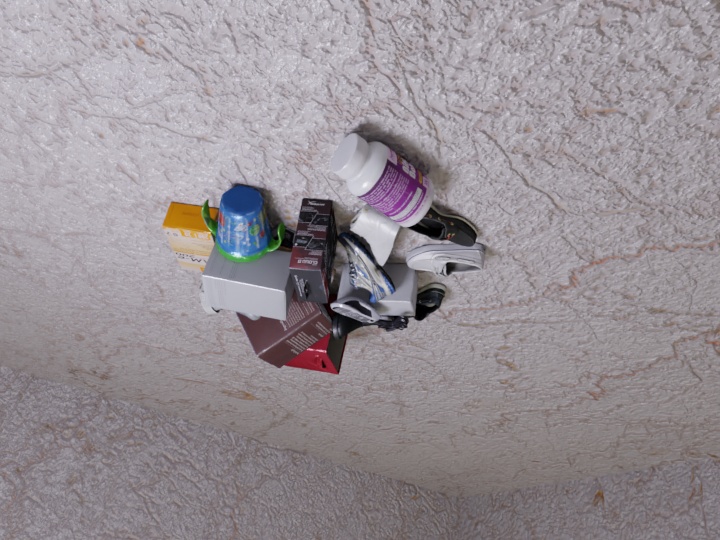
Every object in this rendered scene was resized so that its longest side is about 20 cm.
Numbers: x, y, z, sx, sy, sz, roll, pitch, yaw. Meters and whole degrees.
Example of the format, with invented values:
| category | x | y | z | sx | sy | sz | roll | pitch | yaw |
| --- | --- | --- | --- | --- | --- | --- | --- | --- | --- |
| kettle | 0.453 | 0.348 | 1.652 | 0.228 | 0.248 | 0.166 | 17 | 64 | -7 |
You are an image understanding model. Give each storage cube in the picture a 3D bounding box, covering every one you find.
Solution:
| category | x | y | z | sx | sy | sz | roll | pitch | yaw |
| --- | --- | --- | --- | --- | --- | --- | --- | --- | --- |
| storage cube | -0.142 | 0.177 | 1.736 | 0.175 | 0.204 | 0.172 | 6 | 152 | 15 |

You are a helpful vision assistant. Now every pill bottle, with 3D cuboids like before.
| category | x | y | z | sx | sy | sz | roll | pitch | yaw |
| --- | --- | --- | --- | --- | --- | --- | --- | --- | --- |
| pill bottle | 0.042 | -0.178 | 1.172 | 0.198 | 0.115 | 0.111 | 29 | 145 | -31 |

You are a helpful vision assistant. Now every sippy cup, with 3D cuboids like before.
| category | x | y | z | sx | sy | sz | roll | pitch | yaw |
| --- | --- | --- | --- | --- | --- | --- | --- | --- | --- |
| sippy cup | -0.266 | -0.113 | 1.363 | 0.173 | 0.142 | 0.132 | -11 | 143 | -17 |

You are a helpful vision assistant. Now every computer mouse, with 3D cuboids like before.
| category | x | y | z | sx | sy | sz | roll | pitch | yaw |
| --- | --- | --- | --- | --- | --- | --- | --- | --- | --- |
| computer mouse | 0.017 | 0.102 | 1.496 | 0.197 | 0.045 | 0.109 | 25 | 160 | -26 |

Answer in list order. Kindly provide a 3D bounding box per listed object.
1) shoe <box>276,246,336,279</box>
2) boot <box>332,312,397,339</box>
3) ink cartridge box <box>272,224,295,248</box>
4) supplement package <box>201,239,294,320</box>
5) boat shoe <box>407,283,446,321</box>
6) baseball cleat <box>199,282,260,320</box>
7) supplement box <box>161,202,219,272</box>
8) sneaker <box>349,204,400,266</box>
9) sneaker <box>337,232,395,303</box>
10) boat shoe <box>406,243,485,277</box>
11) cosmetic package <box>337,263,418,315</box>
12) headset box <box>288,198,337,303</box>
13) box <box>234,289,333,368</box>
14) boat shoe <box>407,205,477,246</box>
| category | x | y | z | sx | sy | sz | roll | pitch | yaw |
| --- | --- | --- | --- | --- | --- | --- | --- | --- | --- |
| shoe | -0.147 | -0.011 | 1.478 | 0.197 | 0.055 | 0.069 | 25 | 170 | -28 |
| boot | 0.021 | 0.129 | 1.633 | 0.158 | 0.076 | 0.198 | -2 | -168 | 15 |
| ink cartridge box | -0.216 | -0.046 | 1.545 | 0.093 | 0.038 | 0.199 | 26 | 148 | -25 |
| supplement package | -0.257 | 0.022 | 1.416 | 0.194 | 0.119 | 0.119 | 11 | 139 | 2 |
| boat shoe | 0.164 | 0.104 | 1.653 | 0.073 | 0.068 | 0.198 | 25 | 146 | -26 |
| baseball cleat | -0.328 | 0.083 | 1.505 | 0.199 | 0.107 | 0.069 | 39 | -174 | 30 |
| supplement box | -0.405 | -0.075 | 1.509 | 0.122 | 0.075 | 0.202 | 8 | 150 | 4 |
| sneaker | 0.030 | -0.087 | 1.387 | 0.113 | 0.075 | 0.201 | 26 | 157 | 5 |
| sneaker | 0.000 | 0.000 | 1.449 | 0.085 | 0.077 | 0.201 | -37 | 107 | 8 |
| boat shoe | 0.202 | -0.016 | 1.443 | 0.195 | 0.067 | 0.072 | -3 | 148 | 19 |
| cosmetic package | 0.047 | 0.049 | 1.553 | 0.194 | 0.115 | 0.082 | 3 | 149 | 15 |
| headset box | -0.104 | -0.034 | 1.365 | 0.075 | 0.205 | 0.150 | 5 | 151 | 7 |
| box | -0.196 | 0.120 | 1.575 | 0.198 | 0.166 | 0.166 | -33 | 158 | 0 |
| boat shoe | 0.176 | -0.093 | 1.330 | 0.198 | 0.064 | 0.073 | 24 | 144 | -25 |
